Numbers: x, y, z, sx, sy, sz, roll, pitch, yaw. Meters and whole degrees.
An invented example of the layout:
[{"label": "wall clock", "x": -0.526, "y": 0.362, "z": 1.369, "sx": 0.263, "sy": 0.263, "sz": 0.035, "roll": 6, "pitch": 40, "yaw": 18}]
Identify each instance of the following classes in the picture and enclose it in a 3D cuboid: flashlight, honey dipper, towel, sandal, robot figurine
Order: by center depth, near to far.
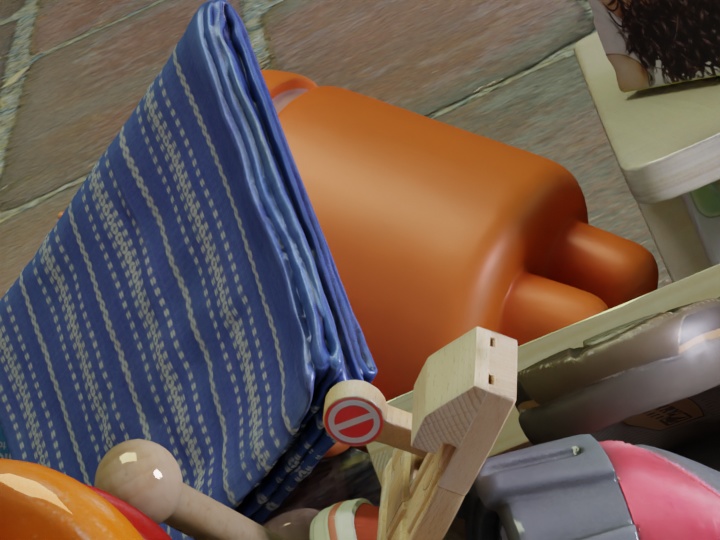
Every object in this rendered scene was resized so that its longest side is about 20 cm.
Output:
[{"label": "flashlight", "x": 0.123, "y": 0.058, "z": 0.663, "sx": 0.199, "sy": 0.068, "sz": 0.068, "roll": -11, "pitch": -10, "yaw": -12}, {"label": "sandal", "x": 0.102, "y": 0.050, "z": 0.742, "sx": 0.081, "sy": 0.055, "sz": 0.200, "roll": -26, "pitch": -19, "yaw": 17}, {"label": "honey dipper", "x": -0.032, "y": 0.074, "z": 0.796, "sx": 0.038, "sy": 0.038, "sz": 0.200, "roll": -22, "pitch": -20, "yaw": 8}, {"label": "towel", "x": -0.068, "y": 0.028, "z": 0.899, "sx": 0.024, "sy": 0.145, "sz": 0.200, "roll": 0, "pitch": -33, "yaw": -34}, {"label": "robot figurine", "x": -0.001, "y": 0.000, "z": 0.969, "sx": 0.199, "sy": 0.117, "sz": 0.144, "roll": 20, "pitch": 73, "yaw": 22}]

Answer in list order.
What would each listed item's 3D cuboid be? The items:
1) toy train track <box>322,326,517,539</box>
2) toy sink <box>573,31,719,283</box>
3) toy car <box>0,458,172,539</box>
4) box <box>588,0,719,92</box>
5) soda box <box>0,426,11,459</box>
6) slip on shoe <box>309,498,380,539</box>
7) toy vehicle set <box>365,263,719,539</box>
[{"label": "toy train track", "x": -0.016, "y": 0.094, "z": 0.671, "sx": 0.115, "sy": 0.032, "sz": 0.201, "roll": -84, "pitch": 16, "yaw": -57}, {"label": "toy sink", "x": 0.156, "y": -0.032, "z": 0.922, "sx": 0.130, "sy": 0.113, "sz": 0.200, "roll": -24, "pitch": 14, "yaw": 5}, {"label": "toy car", "x": -0.114, "y": 0.103, "z": 0.682, "sx": 0.149, "sy": 0.176, "sz": 0.200, "roll": -11, "pitch": -8, "yaw": -38}, {"label": "box", "x": 0.146, "y": -0.104, "z": 0.826, "sx": 0.050, "sy": 0.076, "sz": 0.199, "roll": -33, "pitch": 16, "yaw": -37}, {"label": "soda box", "x": -0.203, "y": 0.076, "z": 1.032, "sx": 0.199, "sy": 0.068, "sz": 0.064, "roll": 5, "pitch": -5, "yaw": -35}, {"label": "slip on shoe", "x": 0.025, "y": 0.111, "z": 0.734, "sx": 0.061, "sy": 0.075, "sz": 0.200, "roll": -13, "pitch": 16, "yaw": -8}, {"label": "toy vehicle set", "x": 0.108, "y": 0.030, "z": 0.820, "sx": 0.199, "sy": 0.027, "sz": 0.124, "roll": -23, "pitch": -21, "yaw": 7}]
